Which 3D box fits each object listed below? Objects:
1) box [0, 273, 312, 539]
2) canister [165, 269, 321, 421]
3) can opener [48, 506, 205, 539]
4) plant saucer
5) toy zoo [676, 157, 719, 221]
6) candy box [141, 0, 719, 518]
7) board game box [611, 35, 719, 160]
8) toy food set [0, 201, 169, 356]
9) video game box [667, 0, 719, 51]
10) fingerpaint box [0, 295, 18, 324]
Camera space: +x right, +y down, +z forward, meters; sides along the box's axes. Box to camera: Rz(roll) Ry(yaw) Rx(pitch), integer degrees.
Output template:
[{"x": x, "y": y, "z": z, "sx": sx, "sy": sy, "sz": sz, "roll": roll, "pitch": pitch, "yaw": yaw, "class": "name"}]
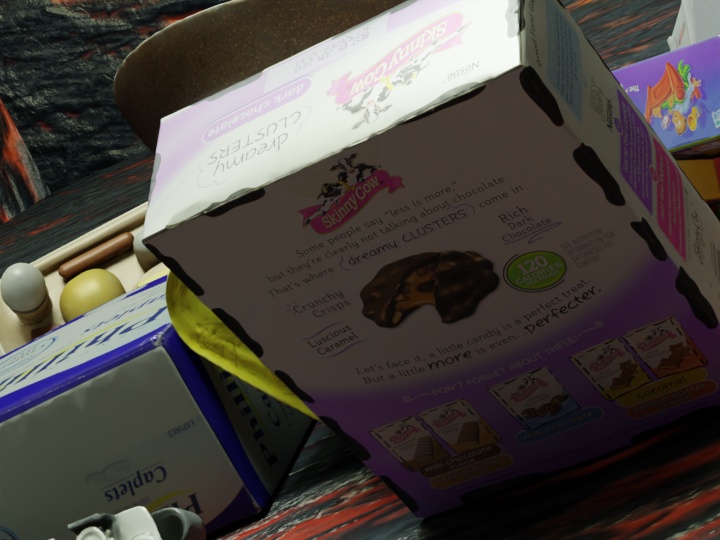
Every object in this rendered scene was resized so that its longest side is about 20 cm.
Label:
[{"x": -0.134, "y": 0.085, "z": 1.129, "sx": 0.183, "sy": 0.105, "sz": 0.200, "roll": -26, "pitch": 10, "yaw": 15, "class": "box"}, {"x": 0.000, "y": 0.000, "z": 1.095, "sx": 0.087, "sy": 0.148, "sz": 0.200, "roll": -66, "pitch": -8, "yaw": 20, "class": "canister"}, {"x": -0.163, "y": 0.164, "z": 0.997, "sx": 0.199, "sy": 0.053, "sz": 0.066, "roll": -22, "pitch": -24, "yaw": 22, "class": "can opener"}, {"x": -0.010, "y": -0.073, "z": 0.941, "sx": 0.199, "sy": 0.035, "sz": 0.200, "roll": -6, "pitch": -18, "yaw": -2, "class": "plant saucer"}, {"x": 0.133, "y": -0.032, "z": 1.032, "sx": 0.199, "sy": 0.021, "sz": 0.131, "roll": -5, "pitch": -8, "yaw": -40, "class": "toy zoo"}, {"x": 0.041, "y": -0.006, "z": 0.819, "sx": 0.167, "sy": 0.200, "sz": 0.072, "roll": -22, "pitch": 41, "yaw": 25, "class": "candy box"}, {"x": 0.145, "y": -0.068, "z": 1.040, "sx": 0.134, "sy": 0.045, "sz": 0.199, "roll": -4, "pitch": -8, "yaw": -42, "class": "board game box"}, {"x": -0.168, "y": 0.017, "z": 1.448, "sx": 0.199, "sy": 0.144, "sz": 0.060, "roll": -28, "pitch": -28, "yaw": -5, "class": "toy food set"}, {"x": 0.264, "y": -0.132, "z": 1.093, "sx": 0.199, "sy": 0.047, "sz": 0.182, "roll": -10, "pitch": 0, "yaw": 7, "class": "video game box"}, {"x": -0.298, "y": 0.089, "z": 1.549, "sx": 0.199, "sy": 0.074, "sz": 0.167, "roll": -32, "pitch": -4, "yaw": -23, "class": "fingerpaint box"}]
